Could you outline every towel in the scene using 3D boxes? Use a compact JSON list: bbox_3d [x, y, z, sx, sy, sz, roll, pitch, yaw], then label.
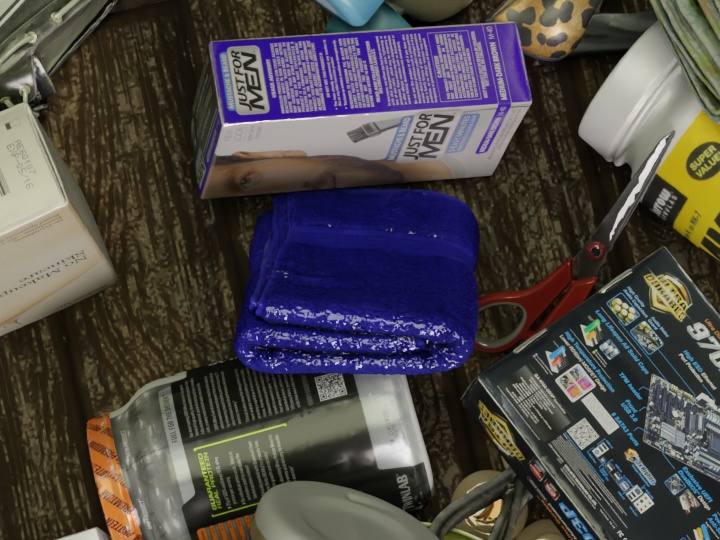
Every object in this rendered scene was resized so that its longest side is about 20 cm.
[{"bbox_3d":[0.271,-0.131,1.548,0.199,0.048,0.172,12,40,-31],"label":"towel"},{"bbox_3d":[0.000,0.000,1.545,0.146,0.200,0.050,-1,115,3],"label":"towel"}]

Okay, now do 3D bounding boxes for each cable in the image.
[{"bbox_3d":[0.112,0.117,1.537,0.199,0.050,0.097,-21,66,-34],"label":"cable"}]

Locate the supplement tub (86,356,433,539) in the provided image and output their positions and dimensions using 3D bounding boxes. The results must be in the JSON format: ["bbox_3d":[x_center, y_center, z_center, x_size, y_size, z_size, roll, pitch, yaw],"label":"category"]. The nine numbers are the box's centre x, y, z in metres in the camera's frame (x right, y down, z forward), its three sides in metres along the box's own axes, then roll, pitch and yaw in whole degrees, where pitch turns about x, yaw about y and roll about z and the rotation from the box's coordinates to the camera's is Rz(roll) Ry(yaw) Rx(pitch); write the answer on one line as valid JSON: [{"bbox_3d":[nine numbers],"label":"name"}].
[{"bbox_3d":[-0.062,0.112,1.551,0.198,0.123,0.124,-15,76,-1],"label":"supplement tub"}]

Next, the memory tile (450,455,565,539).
[{"bbox_3d":[0.104,0.200,1.575,0.153,0.017,0.200,39,82,11],"label":"memory tile"}]

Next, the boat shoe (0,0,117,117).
[{"bbox_3d":[-0.233,-0.131,1.646,0.063,0.071,0.200,35,79,12],"label":"boat shoe"}]

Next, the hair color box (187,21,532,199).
[{"bbox_3d":[-0.002,-0.100,1.579,0.198,0.109,0.065,-4,68,-13],"label":"hair color box"}]

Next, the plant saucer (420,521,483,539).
[{"bbox_3d":[0.034,0.254,1.541,0.198,0.031,0.202,0,88,10],"label":"plant saucer"}]

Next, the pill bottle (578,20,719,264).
[{"bbox_3d":[0.243,-0.063,1.580,0.200,0.114,0.114,38,81,11],"label":"pill bottle"}]

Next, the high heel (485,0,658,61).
[{"bbox_3d":[0.144,-0.238,1.636,0.141,0.071,0.202,-3,84,-15],"label":"high heel"}]

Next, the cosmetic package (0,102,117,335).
[{"bbox_3d":[-0.221,-0.026,1.554,0.103,0.200,0.074,-24,76,-2],"label":"cosmetic package"}]

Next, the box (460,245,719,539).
[{"bbox_3d":[0.182,0.107,1.515,0.158,0.046,0.200,-33,77,-23],"label":"box"}]

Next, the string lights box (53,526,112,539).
[{"bbox_3d":[-0.151,0.265,1.529,0.059,0.103,0.201,-17,76,1],"label":"string lights box"}]

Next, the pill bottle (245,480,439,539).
[{"bbox_3d":[-0.033,0.237,1.471,0.119,0.120,0.201,21,106,8],"label":"pill bottle"}]

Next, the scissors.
[{"bbox_3d":[0.146,0.000,1.572,0.073,0.014,0.200,45,110,-5],"label":"scissors"}]

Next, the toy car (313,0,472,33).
[{"bbox_3d":[-0.007,-0.261,1.623,0.200,0.177,0.185,36,84,23],"label":"toy car"}]
